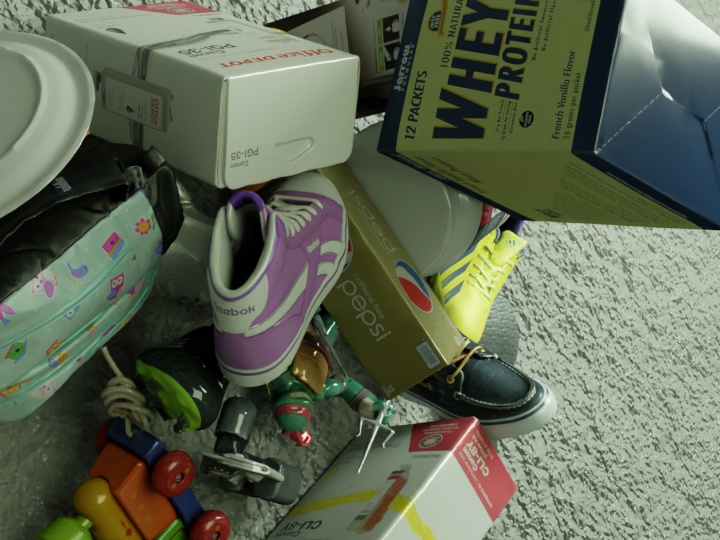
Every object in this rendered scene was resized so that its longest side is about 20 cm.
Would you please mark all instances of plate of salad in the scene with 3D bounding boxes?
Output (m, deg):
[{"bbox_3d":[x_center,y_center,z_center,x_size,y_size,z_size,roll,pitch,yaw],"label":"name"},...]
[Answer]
[{"bbox_3d":[-0.265,-0.083,0.830,0.048,0.199,0.200,74,35,-49],"label":"plate of salad"}]

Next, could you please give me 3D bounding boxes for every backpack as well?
[{"bbox_3d":[-0.226,0.000,0.863,0.200,0.166,0.127,-50,134,-32],"label":"backpack"}]

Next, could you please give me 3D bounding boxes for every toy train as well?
[{"bbox_3d":[-0.182,0.158,0.903,0.116,0.084,0.200,-46,135,-26],"label":"toy train"}]

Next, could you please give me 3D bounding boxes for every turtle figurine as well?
[{"bbox_3d":[-0.039,0.067,1.083,0.150,0.100,0.201,56,28,-46],"label":"turtle figurine"}]

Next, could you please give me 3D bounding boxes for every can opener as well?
[{"bbox_3d":[-0.077,0.140,0.980,0.200,0.053,0.067,67,36,-77],"label":"can opener"}]

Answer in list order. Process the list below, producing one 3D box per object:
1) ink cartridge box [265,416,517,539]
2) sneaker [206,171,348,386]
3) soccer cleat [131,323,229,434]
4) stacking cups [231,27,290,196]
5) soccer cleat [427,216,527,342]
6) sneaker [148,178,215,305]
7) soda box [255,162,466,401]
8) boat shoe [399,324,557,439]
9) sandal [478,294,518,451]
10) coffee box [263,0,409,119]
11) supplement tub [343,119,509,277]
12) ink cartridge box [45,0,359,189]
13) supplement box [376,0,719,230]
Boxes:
[{"bbox_3d":[0.015,0.218,1.072,0.200,0.145,0.084,-45,113,-41],"label":"ink cartridge box"},{"bbox_3d":[-0.056,-0.028,0.901,0.201,0.072,0.115,-75,163,-46],"label":"sneaker"},{"bbox_3d":[-0.121,0.071,0.933,0.081,0.200,0.068,-39,96,-10],"label":"soccer cleat"},{"bbox_3d":[-0.085,-0.104,1.101,0.060,0.060,0.201,4,81,-45],"label":"stacking cups"},{"bbox_3d":[0.119,-0.005,1.242,0.065,0.083,0.200,53,33,-25],"label":"soccer cleat"},{"bbox_3d":[-0.141,-0.001,0.996,0.200,0.078,0.099,38,68,-1],"label":"sneaker"},{"bbox_3d":[0.000,0.000,1.040,0.200,0.064,0.068,57,22,-1],"label":"soda box"},{"bbox_3d":[0.080,0.081,1.126,0.071,0.200,0.091,-41,122,-27],"label":"boat shoe"},{"bbox_3d":[0.108,0.120,1.271,0.076,0.043,0.201,17,79,-35],"label":"sandal"},{"bbox_3d":[0.021,-0.192,1.125,0.113,0.200,0.080,2,84,-46],"label":"coffee box"},{"bbox_3d":[0.056,-0.074,1.148,0.200,0.140,0.141,-35,108,-62],"label":"supplement tub"},{"bbox_3d":[-0.119,-0.138,0.962,0.146,0.200,0.083,-19,123,-47],"label":"ink cartridge box"},{"bbox_3d":[0.159,-0.123,0.980,0.200,0.199,0.135,21,79,-45],"label":"supplement box"}]
